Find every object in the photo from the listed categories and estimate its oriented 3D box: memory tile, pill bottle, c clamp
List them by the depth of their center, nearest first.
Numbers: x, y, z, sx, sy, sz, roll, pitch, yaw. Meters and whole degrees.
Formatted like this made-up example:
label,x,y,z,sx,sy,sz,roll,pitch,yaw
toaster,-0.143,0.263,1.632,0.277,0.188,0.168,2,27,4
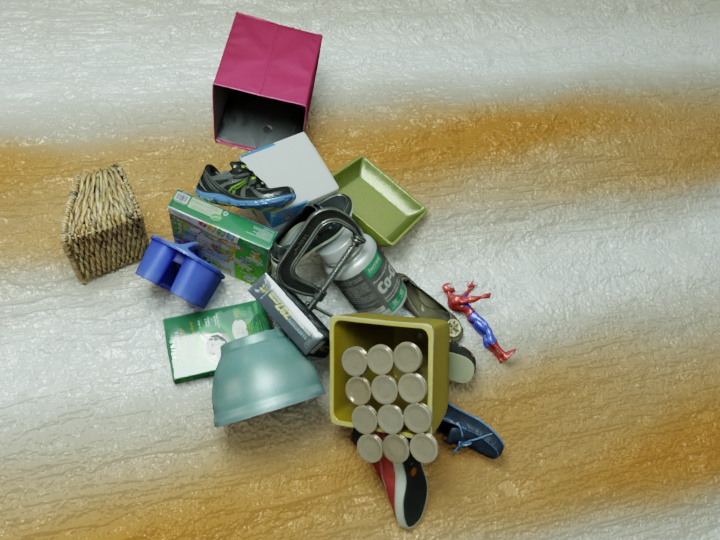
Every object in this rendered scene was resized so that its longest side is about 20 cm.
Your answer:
label,x,y,z,sx,sy,sz,roll,pitch,yaw
memory tile,0.047,0.222,1.052,0.152,0.017,0.202,-10,91,27
c clamp,-0.059,-0.014,1.123,0.170,0.201,0.027,21,21,-29
pill bottle,0.000,0.000,1.229,0.200,0.112,0.114,52,57,-36

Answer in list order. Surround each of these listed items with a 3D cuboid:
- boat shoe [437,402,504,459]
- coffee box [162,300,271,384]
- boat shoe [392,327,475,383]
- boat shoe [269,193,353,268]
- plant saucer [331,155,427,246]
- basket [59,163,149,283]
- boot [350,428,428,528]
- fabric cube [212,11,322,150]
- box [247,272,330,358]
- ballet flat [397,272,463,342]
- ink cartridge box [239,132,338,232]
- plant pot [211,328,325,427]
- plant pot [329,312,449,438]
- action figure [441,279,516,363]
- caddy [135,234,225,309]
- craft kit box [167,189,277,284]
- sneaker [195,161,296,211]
label,x,y,z,sx,sy,sz,roll,pitch,yaw
boat shoe,0.177,0.310,1.212,0.199,0.085,0.069,27,44,15
coffee box,-0.268,0.134,1.204,0.198,0.044,0.124,-12,72,-18
boat shoe,0.139,0.163,1.275,0.200,0.063,0.074,23,106,11
boat shoe,-0.088,-0.086,1.139,0.199,0.066,0.074,-39,58,-21
plant saucer,0.024,-0.141,1.353,0.199,0.048,0.200,40,38,5
basket,-0.489,-0.095,1.168,0.148,0.200,0.144,-24,75,-20
boot,0.046,0.366,1.164,0.072,0.143,0.202,-21,108,-41
fabric cube,-0.200,-0.392,1.363,0.198,0.197,0.201,12,63,-6
box,-0.118,0.089,1.169,0.051,0.200,0.158,-43,80,-2
ballet flat,0.136,0.074,1.317,0.200,0.046,0.067,43,64,8
ink cartridge box,-0.150,-0.142,1.263,0.146,0.200,0.145,-26,72,-21
plant pot,-0.173,0.181,1.106,0.198,0.200,0.136,-14,81,-17
plant pot,0.075,0.171,1.153,0.194,0.200,0.197,3,96,27
action figure,0.260,0.087,1.329,0.099,0.065,0.200,-42,82,-16
caddy,-0.329,-0.005,1.174,0.140,0.200,0.106,28,80,-1
craft kit box,-0.262,-0.053,1.203,0.198,0.198,0.049,23,67,-1
sneaker,-0.206,-0.151,1.116,0.198,0.071,0.084,12,91,23
